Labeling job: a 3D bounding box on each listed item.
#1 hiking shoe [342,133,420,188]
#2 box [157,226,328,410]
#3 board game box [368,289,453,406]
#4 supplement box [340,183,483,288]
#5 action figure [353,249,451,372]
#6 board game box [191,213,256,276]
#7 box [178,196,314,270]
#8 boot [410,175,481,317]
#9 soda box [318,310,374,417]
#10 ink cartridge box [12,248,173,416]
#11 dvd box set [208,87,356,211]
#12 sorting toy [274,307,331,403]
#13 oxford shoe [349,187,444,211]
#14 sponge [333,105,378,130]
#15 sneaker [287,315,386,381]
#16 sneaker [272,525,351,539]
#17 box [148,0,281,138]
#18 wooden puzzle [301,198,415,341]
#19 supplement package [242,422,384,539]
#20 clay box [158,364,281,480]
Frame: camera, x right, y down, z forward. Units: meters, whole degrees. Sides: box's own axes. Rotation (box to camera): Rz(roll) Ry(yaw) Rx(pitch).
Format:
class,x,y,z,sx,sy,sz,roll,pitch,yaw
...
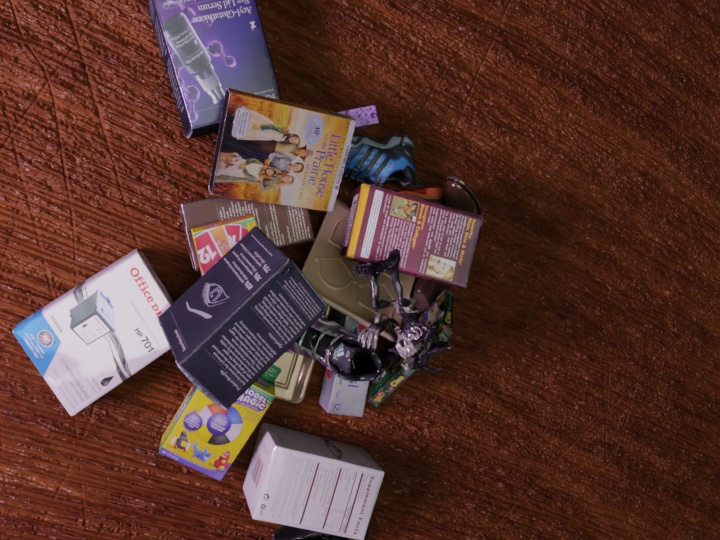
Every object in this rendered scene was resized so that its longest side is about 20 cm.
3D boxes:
class,x,y,z,sx,sy,sz,roll,pitch,yaw
hiking shoe,0.008,-0.173,1.021,0.193,0.074,0.090,-9,77,-19
box,-0.166,0.060,0.858,0.199,0.148,0.105,-43,124,-7
board game box,0.082,0.128,1.011,0.023,0.106,0.201,31,123,-15
supplement box,0.077,-0.051,0.955,0.193,0.086,0.114,14,90,-9
action figure,0.053,0.081,0.883,0.102,0.117,0.205,-40,114,-40
board game box,-0.189,0.024,0.939,0.093,0.030,0.206,-15,117,-18
box,-0.179,-0.075,0.972,0.194,0.075,0.104,-14,100,-20
boot,0.134,-0.028,1.044,0.202,0.063,0.189,-52,139,-22
soda box,-0.016,0.139,1.052,0.066,0.063,0.208,10,90,-20
ink cartridge box,-0.373,0.085,0.905,0.197,0.086,0.149,-34,104,-13
dvd box set,-0.113,-0.169,0.900,0.194,0.029,0.150,6,115,-29
sorting toy,-0.162,0.103,1.014,0.194,0.036,0.191,19,88,-16
oxford shoe,0.072,-0.097,1.050,0.194,0.071,0.075,-10,96,-28
sponge,-0.078,-0.225,0.976,0.194,0.111,0.031,-16,101,-18
sneaker,-0.047,0.112,0.932,0.195,0.140,0.080,22,88,-16
sneaker,-0.063,0.452,1.036,0.194,0.104,0.062,13,90,-20
box,-0.215,-0.318,0.914,0.144,0.104,0.207,-20,100,-18
wooden puzzle,0.000,0.000,1.013,0.182,0.046,0.204,29,52,-11
supplement package,-0.079,0.346,1.016,0.195,0.116,0.121,20,87,-21
clay box,-0.216,0.218,0.962,0.113,0.048,0.203,29,103,-19
